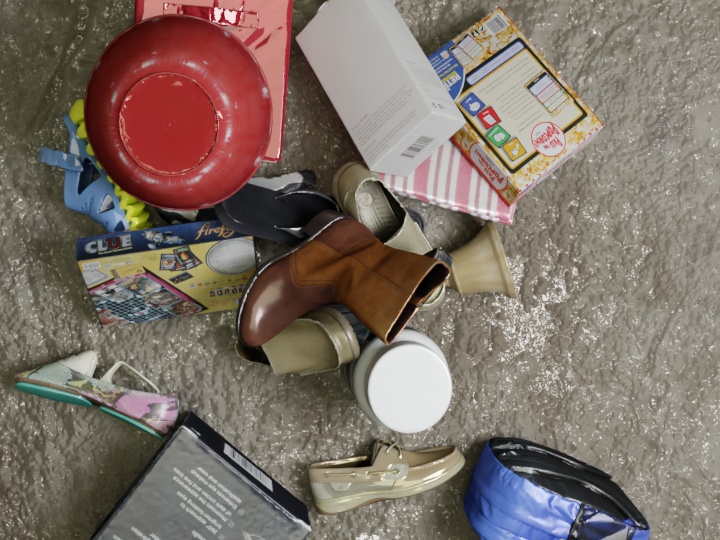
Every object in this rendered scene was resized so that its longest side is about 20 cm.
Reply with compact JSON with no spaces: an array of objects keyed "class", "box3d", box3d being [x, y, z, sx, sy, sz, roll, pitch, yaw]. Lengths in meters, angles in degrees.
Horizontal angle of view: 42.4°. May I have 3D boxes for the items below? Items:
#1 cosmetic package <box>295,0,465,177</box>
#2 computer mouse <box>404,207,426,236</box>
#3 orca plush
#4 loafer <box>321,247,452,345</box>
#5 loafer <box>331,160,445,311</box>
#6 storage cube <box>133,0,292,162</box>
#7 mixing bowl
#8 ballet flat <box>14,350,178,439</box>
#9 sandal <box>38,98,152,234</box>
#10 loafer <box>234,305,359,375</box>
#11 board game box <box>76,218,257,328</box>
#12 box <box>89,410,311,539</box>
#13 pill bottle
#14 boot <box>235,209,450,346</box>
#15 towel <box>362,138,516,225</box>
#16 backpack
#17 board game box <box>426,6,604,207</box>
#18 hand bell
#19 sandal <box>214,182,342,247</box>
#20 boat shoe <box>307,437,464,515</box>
[{"class":"cosmetic package","box3d":[0.021,-0.224,1.079,0.107,0.084,0.202,-38,69,29]},{"class":"computer mouse","box3d":[0.000,0.000,1.150,0.138,0.046,0.203,22,80,10]},{"class":"orca plush","box3d":[-0.150,-0.080,1.141,0.197,0.072,0.106,-21,49,-16]},{"class":"loafer","box3d":[0.018,0.024,1.040,0.199,0.073,0.072,-35,104,36]},{"class":"loafer","box3d":[0.035,-0.033,1.076,0.075,0.068,0.201,-37,104,-2]},{"class":"storage cube","box3d":[-0.168,-0.221,1.056,0.167,0.200,0.184,4,97,-7]},{"class":"mixing bowl","box3d":[-0.183,-0.149,0.921,0.196,0.109,0.205,-2,105,-6]},{"class":"ballet flat","box3d":[-0.310,0.139,1.114,0.196,0.069,0.072,19,71,-1]},{"class":"sandal","box3d":[-0.314,-0.096,1.105,0.086,0.079,0.203,-28,87,0]},{"class":"loafer","box3d":[-0.076,0.089,1.076,0.067,0.198,0.077,-35,107,-34]},{"class":"board game box","box3d":[-0.219,0.003,1.090,0.196,0.137,0.035,-8,53,-7]},{"class":"box","box3d":[-0.194,0.313,1.106,0.196,0.117,0.201,40,86,-6]},{"class":"pill bottle","box3d":[0.042,0.122,1.086,0.111,0.200,0.116,0,93,-7]},{"class":"boot","box3d":[-0.024,0.037,0.979,0.188,0.199,0.069,-43,132,-16]},{"class":"towel","box3d":[0.102,-0.142,1.144,0.196,0.030,0.149,14,63,-4]},{"class":"backpack","box3d":[0.222,0.309,1.134,0.197,0.163,0.170,26,92,-8]},{"class":"board game box","box3d":[0.175,-0.202,1.128,0.151,0.046,0.201,-36,80,-18]},{"class":"hand bell","box3d":[0.085,0.014,1.158,0.196,0.104,0.106,-18,94,6]},{"class":"sandal","box3d":[-0.072,-0.063,1.064,0.197,0.043,0.077,5,62,-41]},{"class":"boat shoe","box3d":[0.032,0.245,1.156,0.196,0.072,0.066,-15,95,-1]}]
